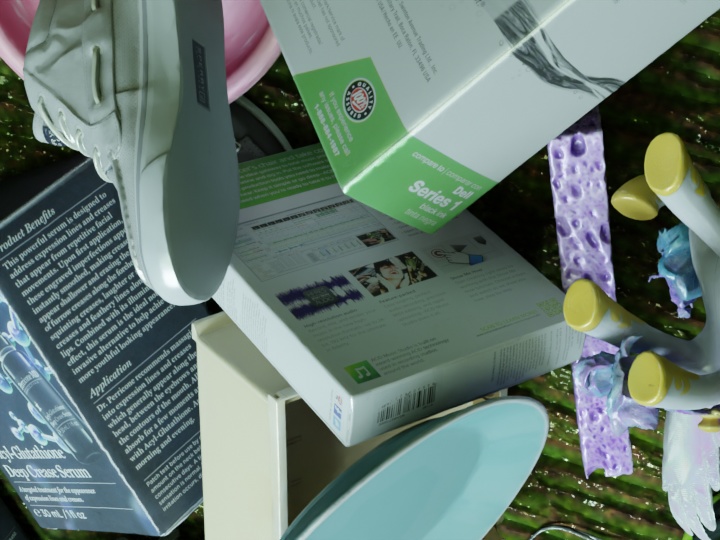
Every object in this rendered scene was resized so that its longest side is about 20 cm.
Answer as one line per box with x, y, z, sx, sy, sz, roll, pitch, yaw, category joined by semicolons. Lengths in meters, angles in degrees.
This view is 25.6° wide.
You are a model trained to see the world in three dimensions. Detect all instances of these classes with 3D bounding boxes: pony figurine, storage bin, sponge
0.191;0.040;0.784;0.166;0.200;0.194;-4;77;48;pony figurine
0.011;0.105;0.893;0.094;0.198;0.200;33;133;45;storage bin
0.122;-0.002;0.851;0.030;0.112;0.200;-6;116;8;sponge

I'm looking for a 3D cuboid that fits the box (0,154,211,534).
-0.170;0.046;0.940;0.148;0.107;0.200;-9;116;52;box

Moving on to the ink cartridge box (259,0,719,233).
0.062;-0.138;0.759;0.200;0.146;0.084;-37;145;22;ink cartridge box

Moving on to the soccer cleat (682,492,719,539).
0.256;0.124;0.893;0.067;0.081;0.200;38;122;-4;soccer cleat

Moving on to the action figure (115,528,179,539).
-0.119;0.276;1.117;0.118;0.055;0.200;-11;113;21;action figure

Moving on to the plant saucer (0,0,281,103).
-0.121;-0.180;0.863;0.200;0.051;0.201;4;112;10;plant saucer

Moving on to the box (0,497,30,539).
-0.367;0.181;1.106;0.200;0.123;0.199;-20;111;28;box

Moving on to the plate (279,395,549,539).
0.012;0.128;0.790;0.026;0.200;0.200;47;126;25;plate

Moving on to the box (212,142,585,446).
0.000;0.000;0.821;0.200;0.144;0.036;46;141;40;box

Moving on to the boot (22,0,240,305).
-0.120;-0.070;0.804;0.095;0.200;0.074;-13;155;23;boot

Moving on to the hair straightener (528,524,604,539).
0.085;0.218;1.025;0.200;0.041;0.077;-30;105;29;hair straightener

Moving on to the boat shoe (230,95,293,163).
-0.064;-0.036;0.925;0.201;0.061;0.072;45;122;-8;boat shoe
